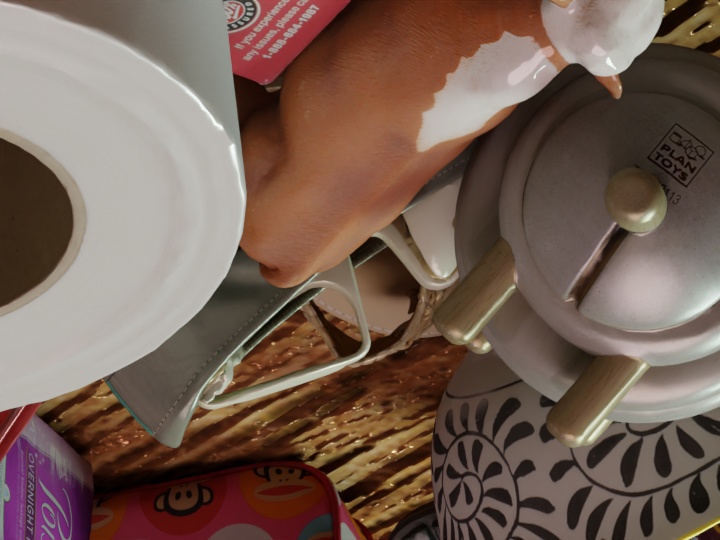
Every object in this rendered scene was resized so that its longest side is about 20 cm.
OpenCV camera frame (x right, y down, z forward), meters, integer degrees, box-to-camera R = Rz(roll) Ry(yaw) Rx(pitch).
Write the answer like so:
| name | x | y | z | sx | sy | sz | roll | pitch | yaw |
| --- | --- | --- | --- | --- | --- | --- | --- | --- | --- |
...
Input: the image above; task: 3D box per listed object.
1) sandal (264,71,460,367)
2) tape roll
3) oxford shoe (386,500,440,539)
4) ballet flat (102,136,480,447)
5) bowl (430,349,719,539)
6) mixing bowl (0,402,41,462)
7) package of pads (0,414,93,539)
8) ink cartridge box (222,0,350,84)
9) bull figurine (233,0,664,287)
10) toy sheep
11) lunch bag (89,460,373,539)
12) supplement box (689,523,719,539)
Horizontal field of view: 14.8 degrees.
| name | x | y | z | sx | sy | sz | roll | pitch | yaw |
| --- | --- | --- | --- | --- | --- | --- | --- | --- | --- |
| sandal | -0.006 | 0.001 | 1.054 | 0.077 | 0.070 | 0.212 | -9 | 148 | 14 |
| tape roll | -0.135 | -0.038 | 0.801 | 0.201 | 0.071 | 0.203 | -6 | 145 | -4 |
| oxford shoe | 0.099 | 0.112 | 1.214 | 0.199 | 0.084 | 0.073 | -4 | 115 | -19 |
| ballet flat | 0.000 | -0.007 | 0.967 | 0.199 | 0.064 | 0.067 | -34 | 173 | -7 |
| bowl | 0.098 | 0.041 | 1.068 | 0.200 | 0.095 | 0.201 | -28 | -175 | 3 |
| mixing bowl | -0.154 | 0.010 | 0.983 | 0.108 | 0.201 | 0.200 | 34 | 142 | -4 |
| package of pads | -0.185 | 0.097 | 1.161 | 0.075 | 0.121 | 0.200 | -12 | 146 | 18 |
| ink cartridge box | -0.079 | -0.146 | 0.797 | 0.199 | 0.083 | 0.147 | 16 | 146 | -26 |
| bull figurine | 0.018 | -0.076 | 0.871 | 0.065 | 0.122 | 0.200 | 19 | 138 | -34 |
| toy sheep | 0.091 | -0.011 | 0.908 | 0.137 | 0.139 | 0.200 | -3 | 179 | 3 |
| lunch bag | -0.089 | 0.187 | 1.257 | 0.199 | 0.177 | 0.082 | -10 | 148 | 15 |
| supplement box | 0.224 | 0.127 | 1.156 | 0.199 | 0.110 | 0.086 | -3 | 117 | -26 |
